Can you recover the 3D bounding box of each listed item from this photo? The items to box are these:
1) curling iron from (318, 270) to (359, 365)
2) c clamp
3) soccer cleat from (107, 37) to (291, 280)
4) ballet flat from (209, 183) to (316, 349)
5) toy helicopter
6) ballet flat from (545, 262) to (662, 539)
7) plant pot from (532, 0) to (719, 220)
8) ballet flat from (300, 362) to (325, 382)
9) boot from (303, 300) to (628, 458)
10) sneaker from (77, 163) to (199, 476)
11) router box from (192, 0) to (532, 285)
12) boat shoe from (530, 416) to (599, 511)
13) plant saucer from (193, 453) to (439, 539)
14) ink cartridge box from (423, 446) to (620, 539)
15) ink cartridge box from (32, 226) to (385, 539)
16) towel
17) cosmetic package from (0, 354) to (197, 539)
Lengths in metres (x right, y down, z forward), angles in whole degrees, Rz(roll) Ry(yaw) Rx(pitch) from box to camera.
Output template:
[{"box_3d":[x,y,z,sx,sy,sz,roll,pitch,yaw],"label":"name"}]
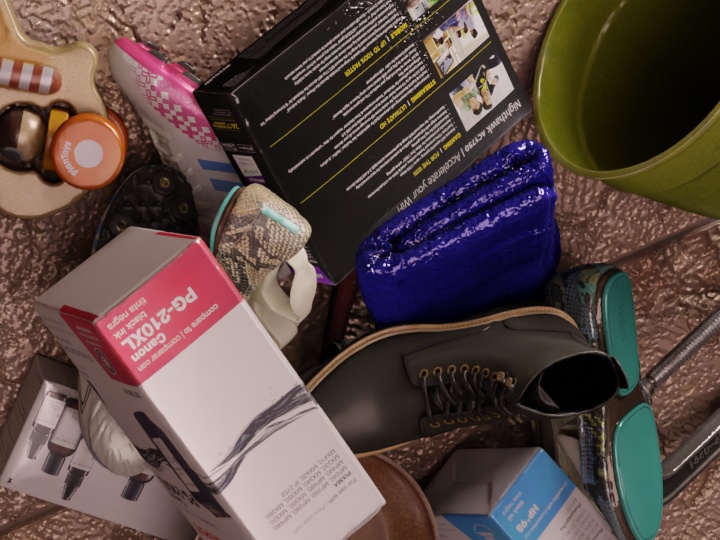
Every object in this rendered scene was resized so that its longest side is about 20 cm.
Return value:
[{"box_3d":[0.000,0.000,1.386,0.025,0.049,0.202,5,104,-35],"label":"curling iron"},{"box_3d":[0.243,0.071,1.463,0.200,0.027,0.172,-43,132,-26],"label":"c clamp"},{"box_3d":[-0.098,-0.068,1.317,0.200,0.070,0.087,37,94,-25],"label":"soccer cleat"},{"box_3d":[-0.068,0.015,1.293,0.075,0.200,0.068,28,61,2],"label":"ballet flat"},{"box_3d":[-0.232,-0.128,1.267,0.131,0.079,0.201,-18,102,-1],"label":"toy helicopter"},{"box_3d":[0.163,0.091,1.386,0.074,0.074,0.202,-10,101,-13],"label":"ballet flat"},{"box_3d":[0.252,-0.115,1.358,0.192,0.200,0.201,28,98,-35],"label":"plant pot"},{"box_3d":[0.037,0.092,1.384,0.199,0.046,0.068,4,132,-44],"label":"ballet flat"},{"box_3d":[0.058,0.075,1.261,0.199,0.138,0.078,-23,103,-8],"label":"boot"},{"box_3d":[-0.147,0.030,1.300,0.071,0.072,0.202,6,94,-20],"label":"sneaker"},{"box_3d":[0.006,-0.110,1.307,0.200,0.051,0.150,-41,118,-25],"label":"router box"},{"box_3d":[0.156,0.093,1.454,0.072,0.060,0.203,-10,111,-20],"label":"boat shoe"},{"box_3d":[-0.040,0.208,1.360,0.199,0.037,0.202,-9,107,-29],"label":"plant saucer"},{"box_3d":[0.141,0.218,1.435,0.200,0.116,0.067,48,65,-16],"label":"ink cartridge box"},{"box_3d":[-0.092,0.079,1.209,0.084,0.145,0.201,-39,107,-16],"label":"ink cartridge box"},{"box_3d":[0.072,0.000,1.339,0.147,0.050,0.200,-33,159,-5],"label":"towel"},{"box_3d":[-0.145,0.134,1.382,0.199,0.051,0.083,21,103,-23],"label":"cosmetic package"}]
